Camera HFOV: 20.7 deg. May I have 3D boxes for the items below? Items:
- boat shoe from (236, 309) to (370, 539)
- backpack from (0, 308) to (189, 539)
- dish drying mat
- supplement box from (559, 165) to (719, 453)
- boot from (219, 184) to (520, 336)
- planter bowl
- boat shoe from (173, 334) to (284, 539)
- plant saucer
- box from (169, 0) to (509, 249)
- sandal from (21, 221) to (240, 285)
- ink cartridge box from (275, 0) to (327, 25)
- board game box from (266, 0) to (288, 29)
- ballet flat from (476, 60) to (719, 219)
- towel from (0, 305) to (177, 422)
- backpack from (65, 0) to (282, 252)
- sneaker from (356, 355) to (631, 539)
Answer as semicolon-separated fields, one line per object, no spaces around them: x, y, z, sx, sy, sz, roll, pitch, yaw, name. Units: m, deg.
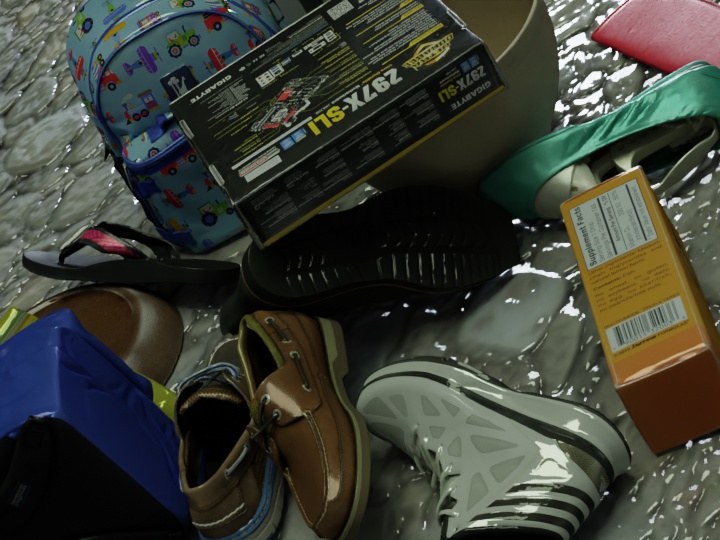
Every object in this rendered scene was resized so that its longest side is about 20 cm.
-0.043;0.100;1.271;0.200;0.068;0.072;-108;37;-55;boat shoe
-0.233;0.139;1.329;0.200;0.163;0.168;-32;32;16;backpack
0.257;-0.173;1.476;0.077;0.018;0.200;-39;35;-11;dish drying mat
0.182;0.021;1.247;0.069;0.067;0.200;-25;34;14;supplement box
0.000;0.000;1.407;0.200;0.138;0.078;-3;72;-18;boot
0.064;-0.125;1.456;0.200;0.135;0.200;-20;37;17;planter bowl
-0.087;0.101;1.338;0.072;0.072;0.200;-23;35;12;boat shoe
-0.232;0.075;1.519;0.200;0.032;0.200;-19;36;15;plant saucer
-0.020;-0.119;1.355;0.200;0.049;0.160;-34;38;-3;box
-0.180;-0.015;1.555;0.200;0.045;0.075;2;8;32;sandal
-0.013;-0.231;1.591;0.083;0.200;0.147;-21;35;14;ink cartridge box
-0.105;-0.280;1.720;0.105;0.200;0.103;-42;36;-18;board game box
0.176;-0.075;1.377;0.200;0.067;0.070;-28;53;7;ballet flat
-0.210;0.097;1.439;0.200;0.018;0.086;24;74;33;towel
-0.131;-0.142;1.567;0.182;0.200;0.135;-27;34;4;backpack
0.055;0.122;1.203;0.200;0.076;0.115;11;50;41;sneaker
